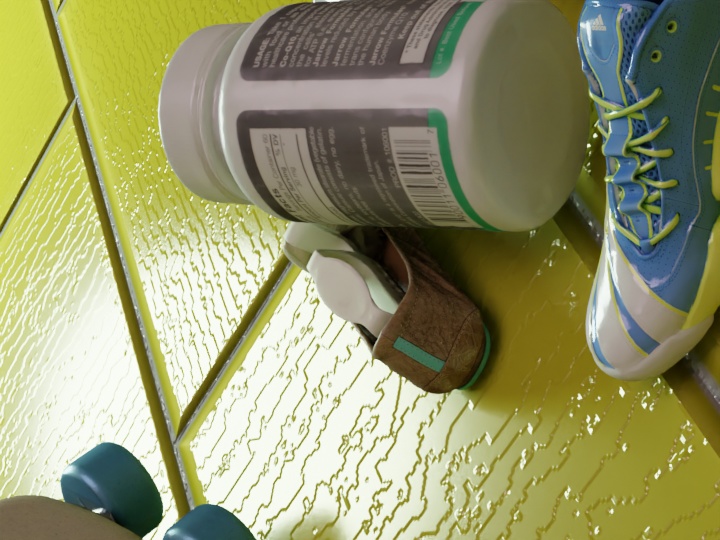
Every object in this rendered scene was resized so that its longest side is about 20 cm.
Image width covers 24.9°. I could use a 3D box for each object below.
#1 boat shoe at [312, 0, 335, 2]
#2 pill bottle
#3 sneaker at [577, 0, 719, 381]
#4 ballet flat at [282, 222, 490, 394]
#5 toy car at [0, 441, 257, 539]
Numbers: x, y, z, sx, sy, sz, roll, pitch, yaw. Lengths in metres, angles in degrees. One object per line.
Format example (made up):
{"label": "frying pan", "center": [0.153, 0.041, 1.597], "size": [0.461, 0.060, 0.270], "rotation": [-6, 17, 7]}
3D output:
{"label": "boat shoe", "center": [0.027, -0.126, 0.920], "size": [0.201, 0.070, 0.072], "rotation": [33, 117, 61]}
{"label": "pill bottle", "center": [0.002, -0.078, 0.809], "size": [0.199, 0.113, 0.114], "rotation": [5, 75, 37]}
{"label": "sneaker", "center": [0.117, -0.059, 0.673], "size": [0.076, 0.105, 0.201], "rotation": [21, 89, 61]}
{"label": "ballet flat", "center": [0.000, 0.000, 0.865], "size": [0.068, 0.072, 0.200], "rotation": [-61, 30, 17]}
{"label": "toy car", "center": [-0.156, 0.240, 0.932], "size": [0.177, 0.184, 0.201], "rotation": [23, 135, 37]}
